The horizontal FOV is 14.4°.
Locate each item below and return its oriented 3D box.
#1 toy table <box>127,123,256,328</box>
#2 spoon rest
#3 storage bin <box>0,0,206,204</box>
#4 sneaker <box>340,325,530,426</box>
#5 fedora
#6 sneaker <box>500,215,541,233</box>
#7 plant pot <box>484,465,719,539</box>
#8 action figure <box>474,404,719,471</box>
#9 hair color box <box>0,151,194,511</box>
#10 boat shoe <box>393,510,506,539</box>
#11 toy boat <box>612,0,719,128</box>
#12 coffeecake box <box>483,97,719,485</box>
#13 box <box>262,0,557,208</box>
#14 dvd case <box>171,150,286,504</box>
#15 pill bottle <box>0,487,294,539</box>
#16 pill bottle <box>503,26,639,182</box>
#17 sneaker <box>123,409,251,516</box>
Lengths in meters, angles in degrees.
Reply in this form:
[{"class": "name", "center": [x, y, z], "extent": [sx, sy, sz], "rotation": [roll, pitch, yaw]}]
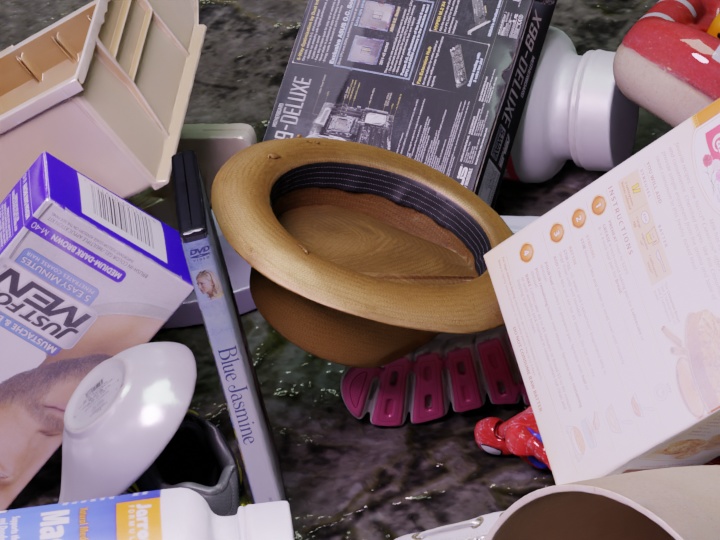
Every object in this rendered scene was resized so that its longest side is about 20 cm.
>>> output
[{"class": "toy table", "center": [-0.150, -0.044, 1.904], "extent": [0.200, 0.117, 0.184], "rotation": [-6, 32, 3]}, {"class": "spoon rest", "center": [-0.166, 0.115, 1.646], "extent": [0.200, 0.061, 0.099], "rotation": [-39, 30, 15]}, {"class": "storage bin", "center": [-0.208, -0.101, 1.766], "extent": [0.200, 0.094, 0.199], "rotation": [-27, 31, 25]}, {"class": "sneaker", "center": [0.085, 0.038, 1.769], "extent": [0.200, 0.074, 0.087], "rotation": [-10, 38, 4]}, {"class": "fedora", "center": [0.000, 0.000, 1.694], "extent": [0.201, 0.082, 0.201], "rotation": [15, 33, -11]}, {"class": "sneaker", "center": [0.088, 0.006, 1.842], "extent": [0.200, 0.073, 0.071], "rotation": [8, 65, 14]}, {"class": "plant pot", "center": [0.191, 0.175, 1.463], "extent": [0.200, 0.187, 0.187], "rotation": [-16, 31, -41]}, {"class": "action figure", "center": [0.153, 0.109, 1.671], "extent": [0.200, 0.052, 0.065], "rotation": [10, 30, 33]}, {"class": "hair color box", "center": [-0.201, 0.040, 1.687], "extent": [0.109, 0.200, 0.065], "rotation": [32, 23, -25]}, {"class": "boat shoe", "center": [0.107, 0.155, 1.584], "extent": [0.200, 0.071, 0.069], "rotation": [-6, 34, 3]}, {"class": "toy boat", "center": [0.255, -0.157, 1.908], "extent": [0.130, 0.131, 0.200], "rotation": [33, 25, 6]}, {"class": "coffeecake box", "center": [0.178, 0.017, 1.564], "extent": [0.073, 0.200, 0.154], "rotation": [4, 61, -43]}, {"class": "box", "center": [0.034, -0.136, 1.919], "extent": [0.158, 0.050, 0.200], "rotation": [12, 76, 21]}, {"class": "dvd case", "center": [-0.075, 0.043, 1.653], "extent": [0.018, 0.200, 0.143], "rotation": [-15, 21, 0]}, {"class": "pill bottle", "center": [-0.132, 0.178, 1.552], "extent": [0.200, 0.112, 0.112], "rotation": [-8, 32, -1]}, {"class": "pill bottle", "center": [0.088, -0.119, 1.984], "extent": [0.200, 0.111, 0.111], "rotation": [6, 34, 20]}, {"class": "sneaker", "center": [-0.108, 0.109, 1.682], "extent": [0.074, 0.085, 0.200], "rotation": [-19, 36, -23]}]
